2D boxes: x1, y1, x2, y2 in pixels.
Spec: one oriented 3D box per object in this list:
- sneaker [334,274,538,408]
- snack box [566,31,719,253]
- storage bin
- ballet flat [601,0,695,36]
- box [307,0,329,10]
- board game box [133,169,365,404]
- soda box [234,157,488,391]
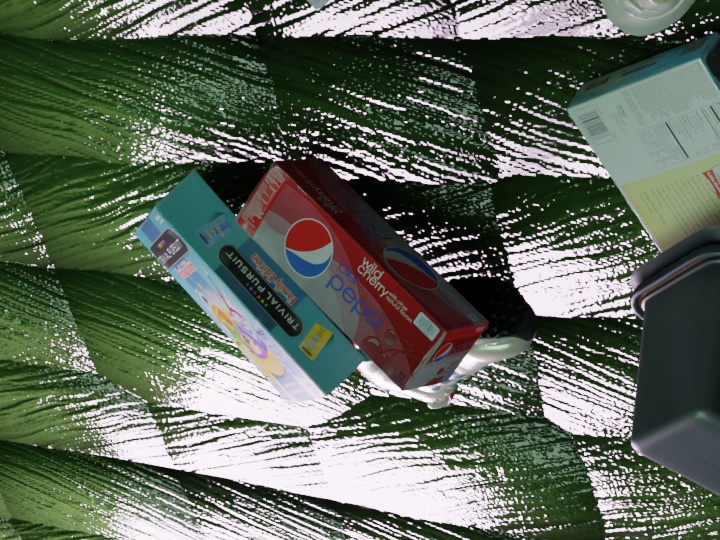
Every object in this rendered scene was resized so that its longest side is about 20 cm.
[{"bbox_3d":[0.072,0.063,1.464,0.199,0.070,0.094,-5,130,42],"label":"sneaker"},{"bbox_3d":[0.242,-0.057,1.249,0.116,0.037,0.200,-18,115,44],"label":"snack box"},{"bbox_3d":[0.280,0.081,1.227,0.199,0.135,0.145,27,148,-18],"label":"storage bin"},{"bbox_3d":[0.196,-0.205,1.126,0.069,0.070,0.200,38,139,0],"label":"ballet flat"},{"bbox_3d":[-0.016,-0.297,1.170,0.176,0.097,0.200,45,139,-8],"label":"box"},{"bbox_3d":[-0.095,0.019,1.492,0.200,0.047,0.151,47,166,-4],"label":"board game box"},{"bbox_3d":[0.000,0.000,1.391,0.200,0.070,0.064,45,116,22],"label":"soda box"}]
